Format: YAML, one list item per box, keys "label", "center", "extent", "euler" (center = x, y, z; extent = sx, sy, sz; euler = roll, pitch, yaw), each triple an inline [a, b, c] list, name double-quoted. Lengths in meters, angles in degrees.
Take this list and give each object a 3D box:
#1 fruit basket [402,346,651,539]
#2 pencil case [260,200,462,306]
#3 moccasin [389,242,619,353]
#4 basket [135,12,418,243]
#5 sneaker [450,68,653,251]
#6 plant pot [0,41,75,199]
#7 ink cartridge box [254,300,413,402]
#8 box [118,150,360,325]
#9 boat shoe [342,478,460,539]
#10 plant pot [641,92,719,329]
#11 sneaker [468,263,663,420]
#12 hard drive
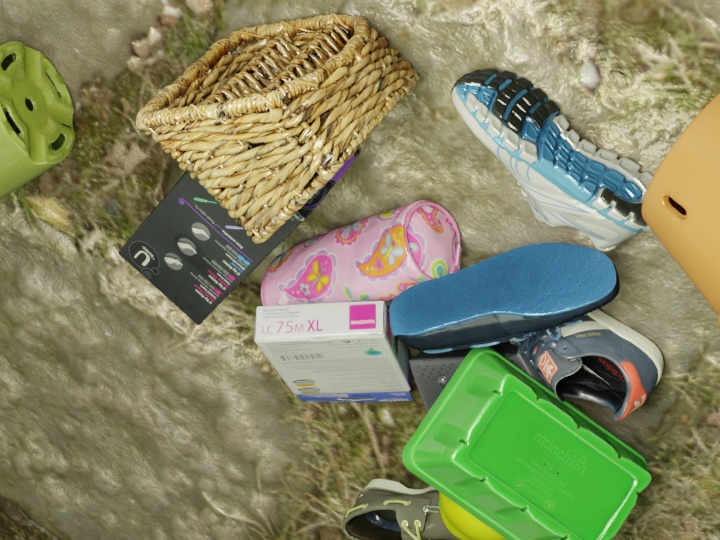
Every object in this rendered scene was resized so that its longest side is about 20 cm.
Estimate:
- label: "fruit basket"
  center: [0.142, 0.182, 1.491]
  extent: [0.216, 0.156, 0.216]
  euler: [34, 172, 5]
- label: "pencil case"
  center: [0.000, 0.000, 1.506]
  extent: [0.200, 0.087, 0.087]
  euler: [-22, 112, 41]
- label: "moccasin"
  center: [0.125, 0.025, 1.413]
  extent: [0.200, 0.081, 0.068]
  euler: [-9, 150, 18]
- label: "basket"
  center: [-0.059, -0.147, 1.333]
  extent: [0.149, 0.200, 0.143]
  euler: [45, 127, -4]
- label: "sneaker"
  center: [0.148, -0.082, 1.355]
  extent: [0.200, 0.075, 0.087]
  euler: [39, 142, -1]
- label: "plant pot"
  center: [-0.382, -0.132, 1.581]
  extent: [0.190, 0.200, 0.200]
  euler: [-17, 115, 26]
- label: "ink cartridge box"
  center: [-0.019, 0.080, 1.544]
  extent: [0.119, 0.042, 0.200]
  euler: [-3, 156, 10]
- label: "box"
  center: [-0.112, -0.062, 1.494]
  extent: [0.106, 0.122, 0.200]
  euler: [42, 135, -5]
- label: "boat shoe"
  center: [0.061, 0.255, 1.660]
  extent: [0.202, 0.060, 0.072]
  euler: [-3, 124, 51]
- label: "plant pot"
  center: [0.303, -0.051, 1.210]
  extent: [0.140, 0.200, 0.200]
  euler: [41, 138, 19]
- label: "sneaker"
  center: [0.166, 0.063, 1.450]
  extent: [0.200, 0.085, 0.075]
  euler: [26, 135, 12]
- label: "hard drive"
  center: [0.139, 0.151, 1.569]
  extent: [0.135, 0.042, 0.200]
  euler: [-5, 122, 35]
